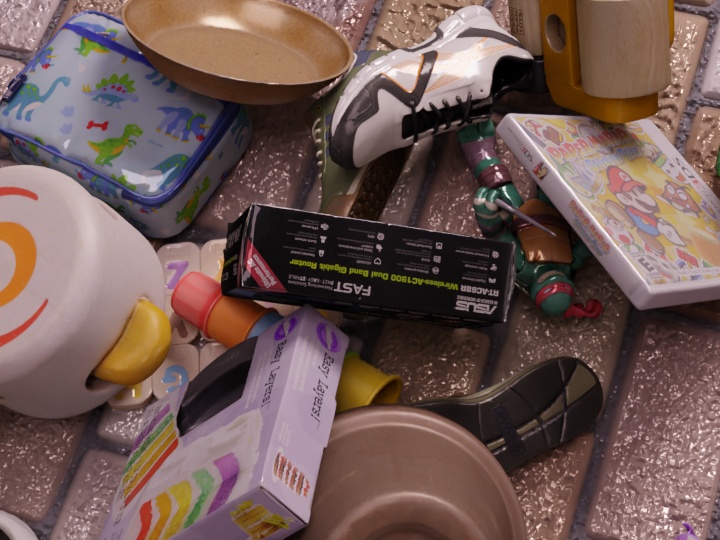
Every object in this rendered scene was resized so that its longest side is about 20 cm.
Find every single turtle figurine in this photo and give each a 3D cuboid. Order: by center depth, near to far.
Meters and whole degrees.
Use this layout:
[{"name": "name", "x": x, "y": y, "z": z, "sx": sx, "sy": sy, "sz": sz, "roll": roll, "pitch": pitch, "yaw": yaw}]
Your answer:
[{"name": "turtle figurine", "x": 0.144, "y": -0.036, "z": 1.103, "sx": 0.149, "sy": 0.101, "sz": 0.201, "roll": 9, "pitch": 45, "yaw": -25}]

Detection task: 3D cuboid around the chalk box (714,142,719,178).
[{"name": "chalk box", "x": 0.361, "y": -0.091, "z": 1.086, "sx": 0.124, "sy": 0.125, "sz": 0.200, "roll": -25, "pitch": 62, "yaw": -4}]

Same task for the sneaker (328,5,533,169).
[{"name": "sneaker", "x": 0.058, "y": -0.141, "z": 1.115, "sx": 0.200, "sy": 0.074, "sz": 0.080, "roll": -38, "pitch": 60, "yaw": -22}]

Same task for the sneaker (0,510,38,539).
[{"name": "sneaker", "x": -0.241, "y": 0.249, "z": 1.039, "sx": 0.200, "sy": 0.080, "sz": 0.070, "roll": 37, "pitch": 73, "yaw": 21}]

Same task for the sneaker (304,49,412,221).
[{"name": "sneaker", "x": -0.010, "y": -0.108, "z": 1.186, "sx": 0.090, "sy": 0.067, "sz": 0.201, "roll": 17, "pitch": 65, "yaw": 20}]

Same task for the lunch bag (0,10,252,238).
[{"name": "lunch bag", "x": -0.205, "y": -0.134, "z": 1.218, "sx": 0.199, "sy": 0.083, "sz": 0.161, "roll": 28, "pitch": 66, "yaw": 19}]

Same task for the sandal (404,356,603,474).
[{"name": "sandal", "x": 0.091, "y": 0.125, "z": 1.063, "sx": 0.200, "sy": 0.057, "sz": 0.080, "roll": -17, "pitch": 89, "yaw": -15}]

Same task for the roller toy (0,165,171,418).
[{"name": "roller toy", "x": -0.254, "y": 0.020, "z": 1.112, "sx": 0.199, "sy": 0.140, "sz": 0.183, "roll": -18, "pitch": 63, "yaw": 15}]

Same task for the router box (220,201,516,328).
[{"name": "router box", "x": 0.000, "y": 0.000, "z": 1.045, "sx": 0.199, "sy": 0.150, "sz": 0.062, "roll": 9, "pitch": 86, "yaw": -10}]

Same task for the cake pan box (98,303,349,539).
[{"name": "cake pan box", "x": -0.099, "y": 0.133, "z": 0.989, "sx": 0.184, "sy": 0.052, "sz": 0.200, "roll": -31, "pitch": 26, "yaw": 29}]

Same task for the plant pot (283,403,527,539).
[{"name": "plant pot", "x": 0.025, "y": 0.193, "z": 0.935, "sx": 0.199, "sy": 0.175, "sz": 0.201, "roll": 0, "pitch": 87, "yaw": -3}]

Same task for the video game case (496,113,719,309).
[{"name": "video game case", "x": 0.219, "y": -0.050, "z": 1.070, "sx": 0.182, "sy": 0.200, "sz": 0.023, "roll": 55, "pitch": 127, "yaw": 26}]

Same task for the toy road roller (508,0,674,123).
[{"name": "toy road roller", "x": 0.212, "y": -0.210, "z": 1.142, "sx": 0.145, "sy": 0.123, "sz": 0.200, "roll": -16, "pitch": 25, "yaw": -19}]

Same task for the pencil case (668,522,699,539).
[{"name": "pencil case", "x": 0.176, "y": 0.259, "z": 0.966, "sx": 0.200, "sy": 0.084, "sz": 0.086, "roll": -32, "pitch": 58, "yaw": -6}]

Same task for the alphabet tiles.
[{"name": "alphabet tiles", "x": -0.113, "y": 0.059, "z": 1.146, "sx": 0.199, "sy": 0.015, "sz": 0.196, "roll": -5, "pitch": 64, "yaw": 6}]

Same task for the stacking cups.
[{"name": "stacking cups", "x": -0.061, "y": 0.059, "z": 1.103, "sx": 0.200, "sy": 0.061, "sz": 0.061, "roll": 32, "pitch": 73, "yaw": 24}]

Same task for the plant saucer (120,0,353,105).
[{"name": "plant saucer", "x": -0.106, "y": -0.188, "z": 1.184, "sx": 0.199, "sy": 0.036, "sz": 0.200, "roll": 11, "pitch": 30, "yaw": -6}]
